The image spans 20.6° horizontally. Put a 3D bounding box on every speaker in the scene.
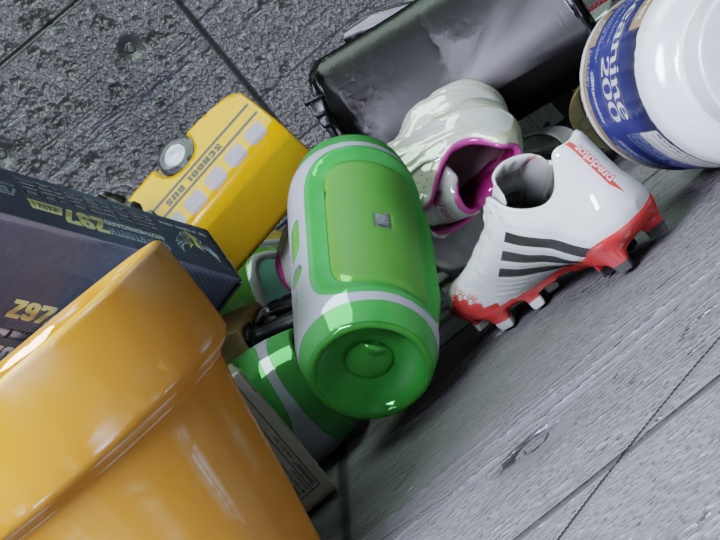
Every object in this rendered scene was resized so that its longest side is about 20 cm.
[{"bbox_3d":[0.000,0.000,1.220,0.088,0.088,0.200,-37,30,21],"label":"speaker"},{"bbox_3d":[-0.098,0.125,1.261,0.200,0.088,0.088,-38,6,12],"label":"speaker"}]

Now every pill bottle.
[{"bbox_3d":[0.196,-0.112,1.090,0.111,0.111,0.200,-40,6,-5],"label":"pill bottle"}]

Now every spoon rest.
[{"bbox_3d":[0.074,-0.016,1.367,0.099,0.061,0.200,-43,6,-31],"label":"spoon rest"}]

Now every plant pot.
[{"bbox_3d":[-0.112,0.118,0.927,0.200,0.183,0.200,-39,7,5],"label":"plant pot"}]

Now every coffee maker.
[{"bbox_3d":[0.076,-0.146,1.446,0.200,0.135,0.192,-33,13,10],"label":"coffee maker"}]

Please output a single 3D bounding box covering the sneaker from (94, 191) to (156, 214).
[{"bbox_3d":[-0.156,0.031,1.220,0.085,0.077,0.200,-45,31,30],"label":"sneaker"}]

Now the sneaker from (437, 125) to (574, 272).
[{"bbox_3d":[0.076,-0.048,1.460,0.090,0.067,0.200,-14,-12,-43],"label":"sneaker"}]

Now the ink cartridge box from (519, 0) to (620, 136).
[{"bbox_3d":[0.151,-0.130,1.617,0.200,0.083,0.145,-38,6,16],"label":"ink cartridge box"}]

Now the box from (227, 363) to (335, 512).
[{"bbox_3d":[-0.121,0.153,1.158,0.200,0.095,0.078,-39,5,-4],"label":"box"}]

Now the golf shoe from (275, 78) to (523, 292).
[{"bbox_3d":[0.027,-0.047,1.348,0.200,0.075,0.092,-42,35,5],"label":"golf shoe"}]

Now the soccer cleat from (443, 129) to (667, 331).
[{"bbox_3d":[0.098,-0.024,1.158,0.069,0.085,0.200,-43,7,-28],"label":"soccer cleat"}]

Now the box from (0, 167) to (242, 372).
[{"bbox_3d":[-0.182,0.029,1.043,0.200,0.051,0.158,17,-62,-49],"label":"box"}]

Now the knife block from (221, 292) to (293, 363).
[{"bbox_3d":[-0.092,0.059,1.326,0.064,0.200,0.176,-57,-12,-71],"label":"knife block"}]

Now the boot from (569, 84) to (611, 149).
[{"bbox_3d":[0.234,-0.157,1.446,0.175,0.066,0.200,-28,8,11],"label":"boot"}]

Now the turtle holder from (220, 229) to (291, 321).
[{"bbox_3d":[-0.082,0.026,1.454,0.132,0.186,0.141,-28,-27,-17],"label":"turtle holder"}]

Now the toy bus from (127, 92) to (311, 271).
[{"bbox_3d":[-0.120,-0.022,1.327,0.200,0.065,0.078,-49,47,-1],"label":"toy bus"}]
